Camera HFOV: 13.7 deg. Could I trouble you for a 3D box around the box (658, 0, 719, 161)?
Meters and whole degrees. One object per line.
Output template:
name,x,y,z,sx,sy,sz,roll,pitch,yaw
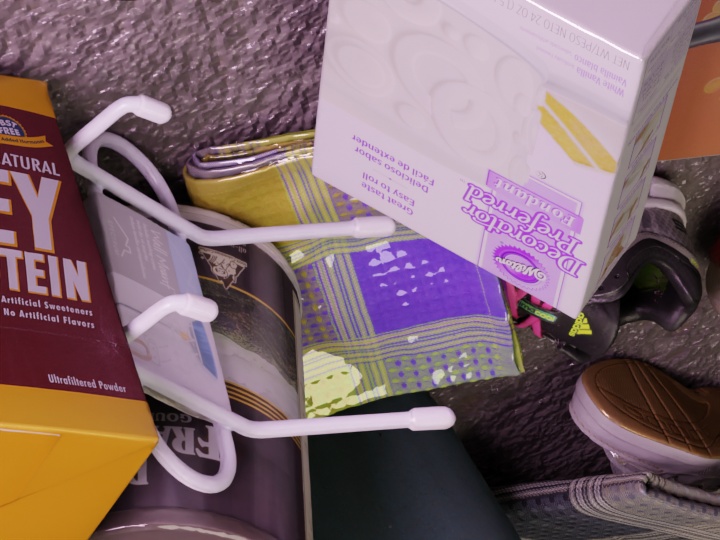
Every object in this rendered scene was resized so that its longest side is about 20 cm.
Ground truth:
box,0.183,-0.141,1.383,0.200,0.106,0.152,-8,144,-28

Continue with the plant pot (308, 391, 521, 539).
plant pot,0.013,0.180,1.644,0.200,0.196,0.200,-19,149,-12

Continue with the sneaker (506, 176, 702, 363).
sneaker,0.096,0.005,1.552,0.199,0.088,0.074,-8,144,-27

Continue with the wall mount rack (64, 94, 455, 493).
wall mount rack,-0.051,0.010,1.336,0.075,0.200,0.174,-36,139,25

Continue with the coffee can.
coffee can,-0.095,0.089,1.397,0.146,0.200,0.147,-2,135,-2

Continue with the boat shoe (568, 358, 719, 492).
boat shoe,0.177,0.105,1.772,0.069,0.071,0.200,-41,147,23

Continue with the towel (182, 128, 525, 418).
towel,0.000,0.000,1.475,0.143,0.023,0.200,-11,135,3

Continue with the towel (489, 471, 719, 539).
towel,0.156,0.147,1.780,0.192,0.035,0.200,-13,158,43

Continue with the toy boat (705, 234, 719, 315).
toy boat,0.295,-0.007,1.673,0.200,0.130,0.131,14,102,-46

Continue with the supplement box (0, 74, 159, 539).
supplement box,-0.208,0.047,1.280,0.133,0.200,0.197,7,136,-34

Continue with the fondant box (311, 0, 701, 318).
fondant box,0.059,-0.082,1.291,0.058,0.144,0.200,-54,165,-28
